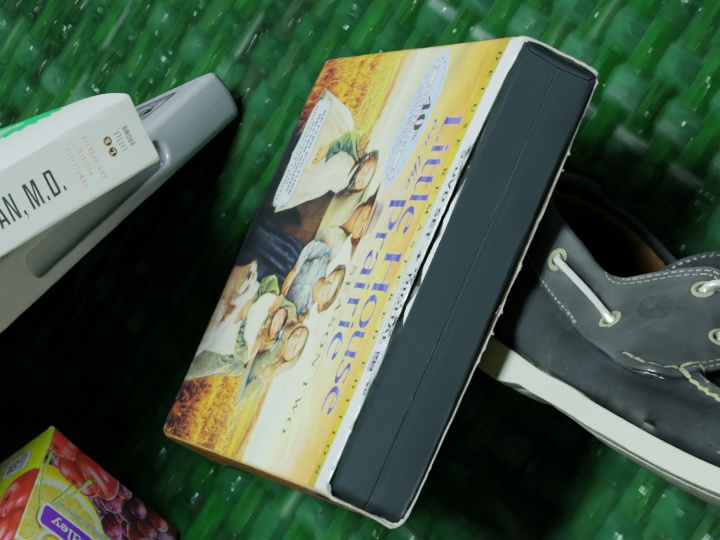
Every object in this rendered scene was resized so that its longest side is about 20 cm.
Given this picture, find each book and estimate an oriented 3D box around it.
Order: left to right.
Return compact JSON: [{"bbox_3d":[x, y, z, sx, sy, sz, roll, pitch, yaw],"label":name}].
[{"bbox_3d":[-0.176,0.009,0.967,0.200,0.048,0.134,-34,13,-36],"label":"book"}]

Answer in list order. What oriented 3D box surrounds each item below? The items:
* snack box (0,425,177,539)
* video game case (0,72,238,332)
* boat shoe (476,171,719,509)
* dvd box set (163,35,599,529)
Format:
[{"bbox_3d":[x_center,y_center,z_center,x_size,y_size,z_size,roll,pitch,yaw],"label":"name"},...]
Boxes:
[{"bbox_3d":[-0.157,0.171,0.985,0.169,0.068,0.200,-35,23,32],"label":"snack box"},{"bbox_3d":[-0.160,0.006,1.096,0.200,0.024,0.182,-22,17,41],"label":"video game case"},{"bbox_3d":[0.094,0.026,0.821,0.068,0.072,0.200,-60,34,4],"label":"boat shoe"},{"bbox_3d":[0.000,0.000,0.929,0.146,0.029,0.200,-66,16,-4],"label":"dvd box set"}]
